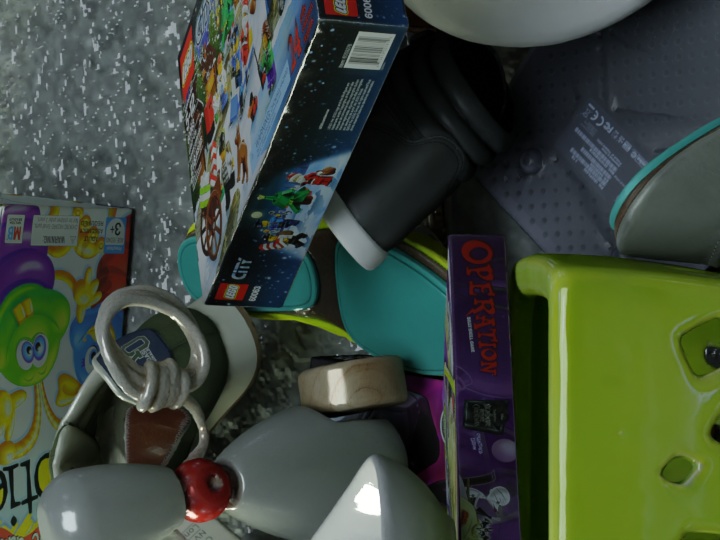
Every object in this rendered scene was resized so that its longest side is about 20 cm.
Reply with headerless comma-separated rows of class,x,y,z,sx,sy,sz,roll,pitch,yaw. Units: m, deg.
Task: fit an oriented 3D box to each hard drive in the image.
hard drive,0.144,-0.082,1.012,0.135,0.042,0.201,48,117,26

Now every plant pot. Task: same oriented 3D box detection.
plant pot,0.151,0.095,0.898,0.180,0.200,0.201,1,91,0

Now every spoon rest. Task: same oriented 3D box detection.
spoon rest,0.006,0.124,0.910,0.060,0.200,0.100,-1,83,1

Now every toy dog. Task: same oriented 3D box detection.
toy dog,-0.057,0.094,1.030,0.096,0.199,0.133,-27,54,54

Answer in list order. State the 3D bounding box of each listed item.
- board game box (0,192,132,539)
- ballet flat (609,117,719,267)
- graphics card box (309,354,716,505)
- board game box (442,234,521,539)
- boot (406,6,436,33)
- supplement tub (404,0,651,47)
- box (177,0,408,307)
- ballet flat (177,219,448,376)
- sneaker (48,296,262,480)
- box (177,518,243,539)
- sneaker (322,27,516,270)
board game box,-0.197,0.062,1.232,0.104,0.103,0.202,8,94,36
ballet flat,0.178,-0.036,0.894,0.064,0.199,0.068,45,134,23
graphics card box,0.061,0.112,1.071,0.199,0.051,0.127,9,96,38
board game box,0.048,0.100,0.935,0.120,0.032,0.201,96,175,-53
boot,-0.033,-0.156,1.075,0.199,0.154,0.074,12,97,36
supplement tub,0.061,-0.212,0.987,0.144,0.144,0.201,-36,48,31
box,-0.034,-0.095,0.974,0.200,0.037,0.138,116,151,-53
ballet flat,0.000,0.000,1.105,0.199,0.067,0.067,13,117,40
sneaker,-0.121,0.094,1.150,0.067,0.089,0.201,47,134,23
box,-0.054,0.214,1.089,0.109,0.128,0.200,-41,56,-19
sneaker,0.017,-0.081,1.069,0.099,0.071,0.200,-35,29,8
